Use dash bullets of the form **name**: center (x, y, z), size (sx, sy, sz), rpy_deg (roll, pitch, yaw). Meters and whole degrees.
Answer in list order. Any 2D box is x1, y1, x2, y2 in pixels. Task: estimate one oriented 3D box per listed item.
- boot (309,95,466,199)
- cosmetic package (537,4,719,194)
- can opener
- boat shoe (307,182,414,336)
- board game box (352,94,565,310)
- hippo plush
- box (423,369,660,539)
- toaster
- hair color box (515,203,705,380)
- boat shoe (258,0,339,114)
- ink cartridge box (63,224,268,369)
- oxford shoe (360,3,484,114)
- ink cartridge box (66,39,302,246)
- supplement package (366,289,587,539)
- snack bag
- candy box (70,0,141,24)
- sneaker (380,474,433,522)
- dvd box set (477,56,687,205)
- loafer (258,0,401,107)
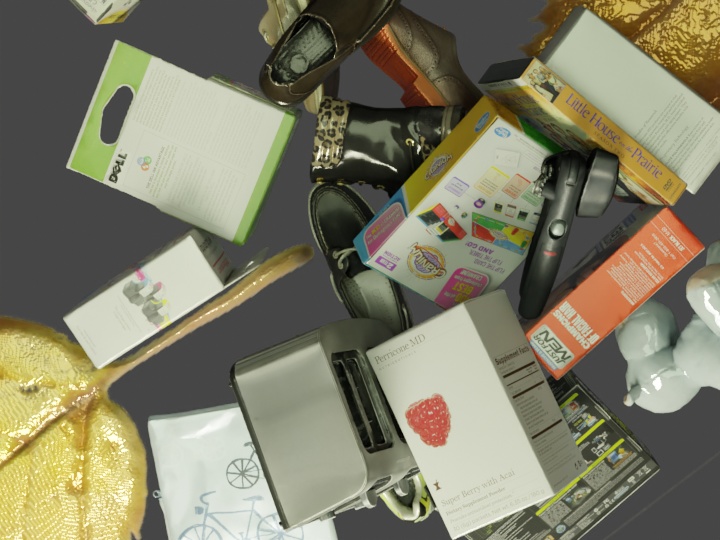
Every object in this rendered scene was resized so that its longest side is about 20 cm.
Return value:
- **boot**: center (0.025, -0.091, 1.656), size (0.149, 0.073, 0.201), rpy_deg (10, 134, 4)
- **cosmetic package**: center (0.275, -0.174, 1.638), size (0.200, 0.108, 0.085), rpy_deg (36, 100, -3)
- **can opener**: center (0.188, -0.033, 1.582), size (0.078, 0.064, 0.201), rpy_deg (20, 124, 4)
- **boat shoe**: center (0.000, 0.000, 1.703), size (0.073, 0.060, 0.201), rpy_deg (-20, 98, 7)
- **board game box**: center (0.113, -0.058, 1.609), size (0.153, 0.040, 0.200), rpy_deg (30, 112, -36)
- **hippo plush**: center (0.354, 0.082, 1.684), size (0.160, 0.159, 0.201), rpy_deg (-24, 83, 37)
- **box**: center (0.192, 0.217, 1.713), size (0.200, 0.044, 0.160), rpy_deg (-43, 119, 9)
- **toaster**: center (-0.029, 0.142, 1.614), size (0.118, 0.181, 0.201), rpy_deg (-25, 80, 23)
- **hair color box**: center (0.251, 0.014, 1.670), size (0.200, 0.111, 0.064), rpy_deg (-44, 95, 8)
- **boat shoe**: center (-0.068, -0.254, 1.659), size (0.065, 0.072, 0.201), rpy_deg (-9, 100, 16)
- **ink cartridge box**: center (-0.198, 0.012, 1.685), size (0.199, 0.115, 0.068), rpy_deg (-32, 98, 7)
- **oxford shoe**: center (0.051, -0.234, 1.666), size (0.073, 0.071, 0.201), rpy_deg (-35, 96, -19)
- **ink cartridge box**: center (-0.179, -0.136, 1.679), size (0.199, 0.076, 0.149), rpy_deg (24, 101, -1)
- **supplement package**: center (0.114, 0.138, 1.592), size (0.121, 0.120, 0.201), rpy_deg (-28, 84, 24)
- **snack bag**: center (-0.131, 0.234, 1.770), size (0.187, 0.021, 0.201), rpy_deg (-11, 100, 4)
- **candy box**: center (-0.203, -0.335, 1.613), size (0.061, 0.136, 0.200), rpy_deg (45, 100, -5)
- **sneaker**: center (0.023, 0.177, 1.726), size (0.075, 0.076, 0.201), rpy_deg (-34, 95, 9)
- **dvd box set**: center (0.217, -0.136, 1.614), size (0.200, 0.146, 0.029), rpy_deg (38, 85, -13)
- **loafer**: center (-0.022, -0.240, 1.585), size (0.073, 0.071, 0.200), rpy_deg (38, 94, -2)
